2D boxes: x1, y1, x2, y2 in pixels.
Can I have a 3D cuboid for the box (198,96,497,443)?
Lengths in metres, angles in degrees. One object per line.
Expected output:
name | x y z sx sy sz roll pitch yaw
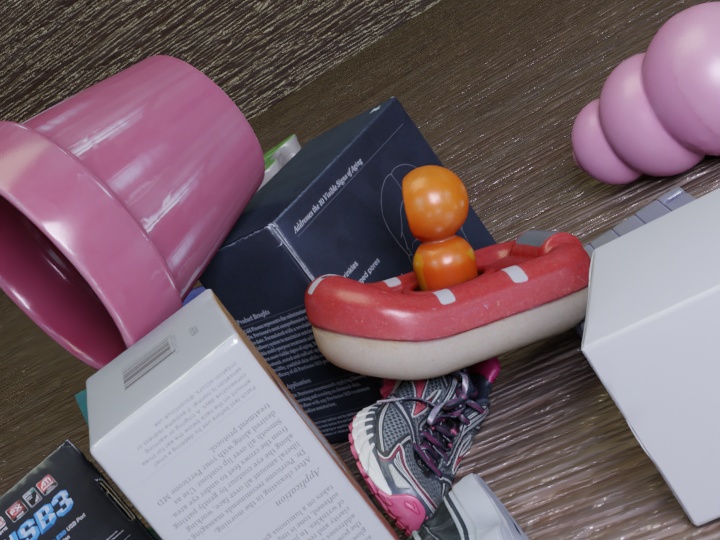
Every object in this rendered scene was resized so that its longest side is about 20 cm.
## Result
box | 0.000 0.000 0.992 0.124 0.197 0.200 -19 22 45

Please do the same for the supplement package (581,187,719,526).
supplement package | 0.228 0.017 0.603 0.199 0.122 0.120 -28 17 25

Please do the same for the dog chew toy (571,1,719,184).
dog chew toy | 0.259 -0.136 1.003 0.200 0.125 0.125 -32 14 44

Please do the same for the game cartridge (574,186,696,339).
game cartridge | 0.207 0.008 0.840 0.129 0.038 0.200 -38 15 8

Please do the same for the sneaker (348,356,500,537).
sneaker | 0.047 0.102 0.815 0.074 0.081 0.200 -27 17 22

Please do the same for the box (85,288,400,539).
box | -0.069 0.131 0.749 0.106 0.200 0.152 -38 16 -6

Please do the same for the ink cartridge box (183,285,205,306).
ink cartridge box | -0.124 0.027 1.205 0.094 0.037 0.200 -19 -3 21

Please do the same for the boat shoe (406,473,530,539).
boat shoe | 0.066 0.171 0.624 0.071 0.072 0.200 -44 5 1

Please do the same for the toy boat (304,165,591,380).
toy boat | 0.055 -0.007 0.819 0.199 0.132 0.130 -18 9 -18

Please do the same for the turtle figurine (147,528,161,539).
turtle figurine | -0.125 0.116 0.930 0.100 0.150 0.201 -2 42 12

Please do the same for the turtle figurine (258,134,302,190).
turtle figurine | -0.052 -0.018 1.170 0.144 0.194 0.200 -47 16 -29

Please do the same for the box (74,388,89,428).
box | -0.194 0.110 1.238 0.082 0.049 0.200 -26 -2 32

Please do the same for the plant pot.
plant pot | -0.174 -0.053 0.869 0.179 0.200 0.200 -47 19 -25

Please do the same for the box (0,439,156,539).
box | -0.189 0.241 0.718 0.200 0.198 0.050 -41 -22 -17
